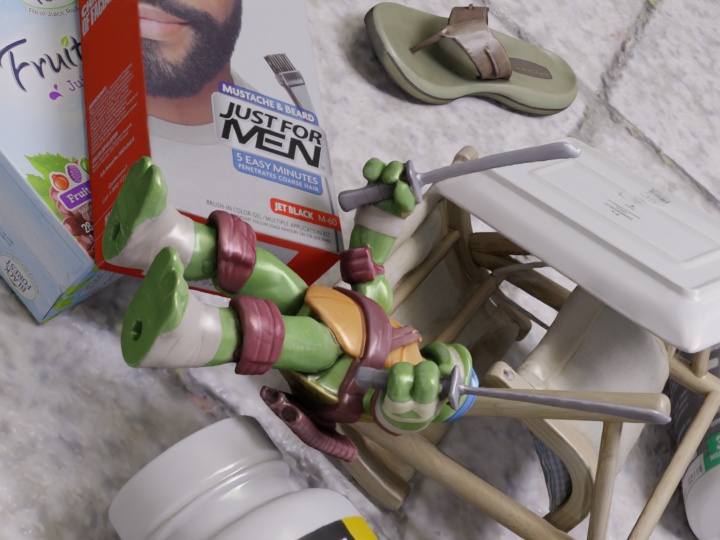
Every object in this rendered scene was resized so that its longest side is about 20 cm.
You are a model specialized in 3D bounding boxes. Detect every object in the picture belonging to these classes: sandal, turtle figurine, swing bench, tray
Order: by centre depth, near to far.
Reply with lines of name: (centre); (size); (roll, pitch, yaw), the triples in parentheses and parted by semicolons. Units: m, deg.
turtle figurine: (0.000, 0.000, 0.694); (0.193, 0.200, 0.145); (16, 68, -30)
tray: (0.142, -0.025, 0.858); (0.107, 0.022, 0.200); (-18, 38, -33)
swing bench: (0.096, 0.046, 0.880); (0.199, 0.130, 0.199); (17, 35, 22)
sandal: (0.083, -0.159, 1.115); (0.200, 0.057, 0.080); (2, 55, -40)

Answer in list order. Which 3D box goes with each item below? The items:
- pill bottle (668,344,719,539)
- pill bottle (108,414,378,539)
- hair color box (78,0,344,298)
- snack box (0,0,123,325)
pill bottle: (0.255, 0.074, 1.021); (0.113, 0.113, 0.201); (24, 43, -23)
pill bottle: (-0.026, 0.167, 0.697); (0.111, 0.111, 0.200); (-17, 64, -47)
hair color box: (-0.079, -0.089, 0.809); (0.111, 0.064, 0.201); (14, 52, -34)
snack box: (-0.144, -0.088, 0.851); (0.169, 0.068, 0.200); (51, 39, 4)
